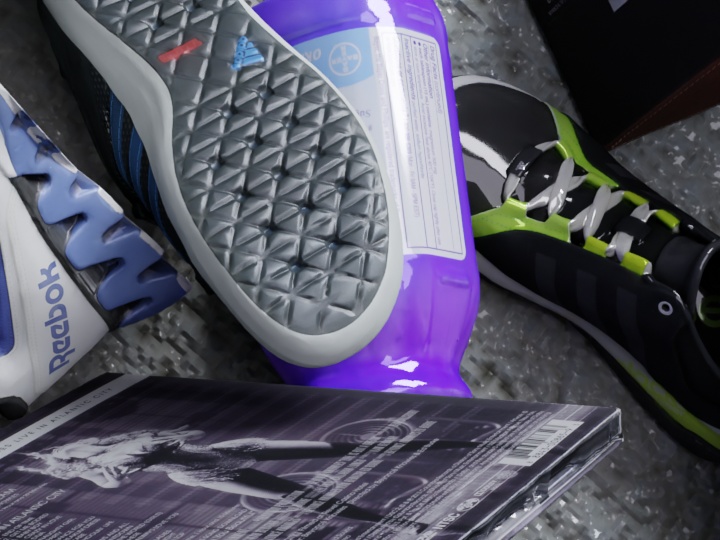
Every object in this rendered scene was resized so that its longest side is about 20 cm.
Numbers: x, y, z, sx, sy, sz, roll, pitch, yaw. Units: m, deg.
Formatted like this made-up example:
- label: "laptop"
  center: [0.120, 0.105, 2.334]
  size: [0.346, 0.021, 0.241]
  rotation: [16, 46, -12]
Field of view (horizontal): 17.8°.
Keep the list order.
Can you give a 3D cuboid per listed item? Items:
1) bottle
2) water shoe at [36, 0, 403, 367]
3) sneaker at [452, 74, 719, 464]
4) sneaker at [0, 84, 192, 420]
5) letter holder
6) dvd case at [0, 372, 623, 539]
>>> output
- label: "bottle"
  center: [0.000, 0.000, 0.805]
  size: [0.065, 0.083, 0.202]
  rotation: [10, 69, -49]
- label: "water shoe"
  center: [-0.046, -0.039, 0.775]
  size: [0.071, 0.079, 0.201]
  rotation: [-22, 59, -17]
- label: "sneaker"
  center: [0.106, -0.009, 0.847]
  size: [0.200, 0.083, 0.072]
  rotation: [39, 65, -5]
- label: "sneaker"
  center: [-0.151, -0.013, 0.728]
  size: [0.115, 0.080, 0.199]
  rotation: [-49, 126, -7]
- label: "letter holder"
  center: [0.164, -0.141, 0.844]
  size: [0.141, 0.200, 0.101]
  rotation: [-21, 82, -24]
- label: "dvd case"
  center: [-0.041, 0.066, 0.693]
  size: [0.148, 0.199, 0.016]
  rotation: [-30, 117, -54]
